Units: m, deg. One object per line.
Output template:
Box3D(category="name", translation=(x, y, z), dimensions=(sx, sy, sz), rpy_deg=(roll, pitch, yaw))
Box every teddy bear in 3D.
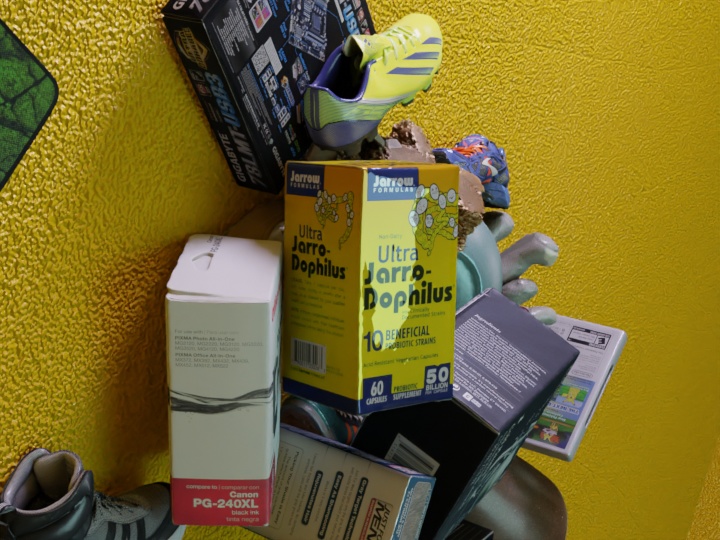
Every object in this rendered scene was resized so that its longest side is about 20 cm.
Box3D(category="teddy bear", translation=(0.023, -0.088, 1.111), dimensions=(0.199, 0.067, 0.145), rpy_deg=(15, 47, -33))

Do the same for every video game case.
Box3D(category="video game case", translation=(0.203, 0.129, 1.447), dimensions=(0.183, 0.199, 0.022), rpy_deg=(-59, 144, -25))

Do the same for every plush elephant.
Box3D(category="plush elephant", translation=(0.164, 0.053, 1.384), dimensions=(0.200, 0.165, 0.155), rpy_deg=(-43, 113, -9))

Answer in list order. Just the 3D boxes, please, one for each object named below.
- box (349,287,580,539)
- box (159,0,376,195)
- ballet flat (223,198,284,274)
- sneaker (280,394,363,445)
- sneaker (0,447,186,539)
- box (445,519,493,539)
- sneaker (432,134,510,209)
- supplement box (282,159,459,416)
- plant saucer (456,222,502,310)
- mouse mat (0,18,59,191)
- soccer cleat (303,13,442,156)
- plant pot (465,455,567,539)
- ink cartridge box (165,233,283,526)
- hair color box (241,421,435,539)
Box3D(category="box", translation=(0.092, 0.153, 1.166), dimensions=(0.196, 0.124, 0.200), rpy_deg=(-34, 154, -53))
Box3D(category="box", translation=(-0.067, -0.202, 0.998), dimensions=(0.199, 0.050, 0.200), rpy_deg=(-60, 149, -28))
Box3D(category="ballet flat", translation=(-0.056, -0.036, 1.078), dimensions=(0.200, 0.063, 0.069), rpy_deg=(-38, 133, -46))
Box3D(category="sneaker", translation=(-0.032, 0.165, 1.209), dimensions=(0.080, 0.071, 0.200), rpy_deg=(-59, 154, -26))
Box3D(category="sneaker", translation=(-0.207, 0.186, 0.914), dimensions=(0.200, 0.075, 0.114), rpy_deg=(-25, 124, -52))
Box3D(category="box", translation=(0.035, 0.360, 1.289), dimensions=(0.104, 0.182, 0.201), rpy_deg=(-21, 121, -55))
Box3D(category="sneaker", translation=(0.119, -0.119, 1.339), dimensions=(0.200, 0.075, 0.079), rpy_deg=(10, 86, -68))
Box3D(category="supplement box", translation=(0.008, 0.009, 0.989), dimensions=(0.109, 0.109, 0.201), rpy_deg=(-5, 100, -38))
Box3D(category="plant saucer", translation=(0.072, 0.024, 1.241), dimensions=(0.200, 0.039, 0.202), rpy_deg=(-6, 106, -22))
Box3D(category="mouse mat", translation=(-0.279, -0.110, 0.732), dimensions=(0.161, 0.008, 0.200), rpy_deg=(-63, 147, -19))
Box3D(category="soccer cleat", translation=(0.016, -0.183, 1.043), dimensions=(0.200, 0.065, 0.084), rpy_deg=(-51, 142, -36))
Box3D(category="plant pot", translation=(0.129, 0.276, 1.438), dimensions=(0.200, 0.186, 0.187), rpy_deg=(50, 60, -39))
Box3D(category="ink cartridge box", translation=(-0.109, 0.087, 0.968), dimensions=(0.145, 0.083, 0.201), rpy_deg=(-90, -178, -69))
Box3D(category="hair color box", translation=(-0.041, 0.205, 1.076), dimensions=(0.060, 0.199, 0.100), rpy_deg=(23, 84, -60))
